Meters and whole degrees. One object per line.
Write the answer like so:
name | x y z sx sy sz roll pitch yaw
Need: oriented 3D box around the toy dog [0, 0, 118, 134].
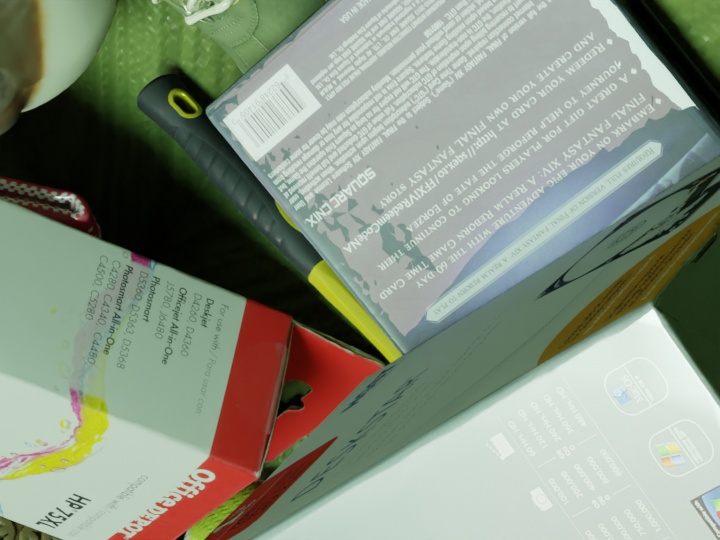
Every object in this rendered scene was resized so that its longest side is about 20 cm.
toy dog | -0.175 -0.102 0.983 0.199 0.139 0.195 7 127 42

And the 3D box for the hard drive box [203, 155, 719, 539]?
hard drive box | 0.057 0.051 0.796 0.200 0.156 0.077 -34 95 35

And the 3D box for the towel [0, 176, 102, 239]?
towel | -0.160 0.013 1.080 0.144 0.023 0.200 11 153 7

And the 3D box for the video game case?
video game case | 0.060 -0.011 0.870 0.143 0.019 0.200 -37 94 36

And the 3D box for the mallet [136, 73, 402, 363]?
mallet | 0.000 0.000 0.978 0.200 0.066 0.041 53 147 22

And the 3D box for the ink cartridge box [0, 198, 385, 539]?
ink cartridge box | -0.104 0.044 1.018 0.199 0.068 0.116 23 150 -18

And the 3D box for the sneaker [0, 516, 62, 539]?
sneaker | -0.095 0.163 1.170 0.200 0.067 0.090 44 150 -7

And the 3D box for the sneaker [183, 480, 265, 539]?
sneaker | 0.012 0.158 1.065 0.200 0.076 0.105 39 156 47

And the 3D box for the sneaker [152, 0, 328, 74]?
sneaker | -0.081 -0.119 0.902 0.201 0.090 0.067 55 144 -7
